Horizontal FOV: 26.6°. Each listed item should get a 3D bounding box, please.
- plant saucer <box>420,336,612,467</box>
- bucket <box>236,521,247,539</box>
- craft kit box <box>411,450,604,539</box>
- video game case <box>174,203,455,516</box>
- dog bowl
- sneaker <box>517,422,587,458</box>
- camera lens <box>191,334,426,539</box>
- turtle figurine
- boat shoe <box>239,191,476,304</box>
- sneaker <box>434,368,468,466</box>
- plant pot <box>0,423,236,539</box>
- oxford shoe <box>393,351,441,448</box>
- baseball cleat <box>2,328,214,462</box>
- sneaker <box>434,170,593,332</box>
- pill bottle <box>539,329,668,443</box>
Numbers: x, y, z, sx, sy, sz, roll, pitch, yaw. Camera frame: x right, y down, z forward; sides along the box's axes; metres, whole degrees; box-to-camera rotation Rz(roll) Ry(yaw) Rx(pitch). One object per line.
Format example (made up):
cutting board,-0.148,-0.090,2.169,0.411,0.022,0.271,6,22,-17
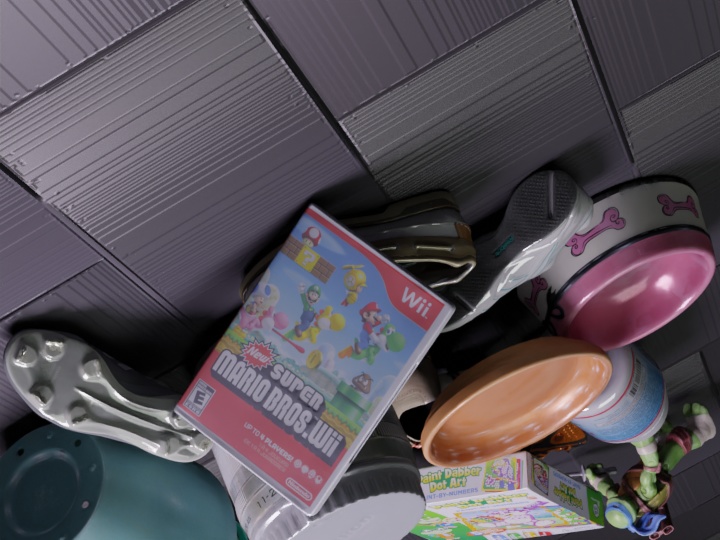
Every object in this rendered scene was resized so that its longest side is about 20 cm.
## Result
plant saucer,0.145,0.121,1.451,0.199,0.038,0.201,-20,152,-11
bucket,-0.194,0.354,1.600,0.206,0.136,0.208,-20,152,-11
craft kit box,0.134,0.250,1.640,0.199,0.049,0.197,-14,151,29
video game case,-0.038,0.070,1.195,0.201,0.143,0.017,-56,167,5
dog bowl,0.251,0.003,1.456,0.199,0.074,0.201,-20,151,-11
sneaker,0.201,0.210,1.747,0.111,0.078,0.201,-16,150,-16
camera lens,-0.047,0.143,1.307,0.159,0.201,0.160,-20,151,-12
turtle figurine,0.332,0.218,1.873,0.193,0.199,0.145,-29,135,-39
boat shoe,0.000,0.000,1.251,0.199,0.069,0.075,-22,151,-7
sneaker,0.093,0.160,1.605,0.087,0.076,0.201,1,143,-11
plant pot,-0.229,0.221,1.304,0.200,0.201,0.161,-30,141,7
oxford shoe,0.036,0.153,1.523,0.070,0.075,0.201,-15,149,-19
baseball cleat,-0.214,0.102,1.243,0.199,0.106,0.070,34,82,-29
sneaker,0.127,-0.005,1.347,0.200,0.071,0.080,-38,152,19
pill bottle,0.263,0.123,1.624,0.108,0.109,0.200,-33,150,13
